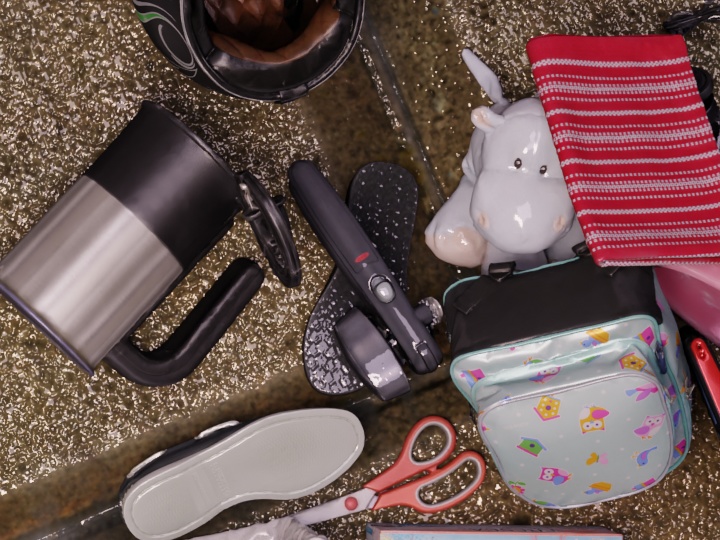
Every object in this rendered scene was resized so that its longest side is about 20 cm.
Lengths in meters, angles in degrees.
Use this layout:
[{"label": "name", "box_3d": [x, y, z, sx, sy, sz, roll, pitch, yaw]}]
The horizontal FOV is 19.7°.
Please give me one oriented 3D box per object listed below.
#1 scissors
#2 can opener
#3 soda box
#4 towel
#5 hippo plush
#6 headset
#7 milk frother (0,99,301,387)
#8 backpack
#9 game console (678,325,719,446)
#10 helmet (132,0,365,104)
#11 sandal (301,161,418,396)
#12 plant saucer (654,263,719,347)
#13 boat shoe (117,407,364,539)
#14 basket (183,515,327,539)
[{"label": "scissors", "box_3d": [0.007, 0.189, 1.658, 0.199, 0.014, 0.073, -31, 90, -10]}, {"label": "can opener", "box_3d": [0.000, 0.000, 1.607, 0.078, 0.063, 0.201, -26, 82, -17]}, {"label": "soda box", "box_3d": [0.105, 0.234, 1.639, 0.199, 0.068, 0.064, 3, 88, -9]}, {"label": "towel", "box_3d": [0.211, -0.094, 1.555, 0.144, 0.023, 0.201, -2, 60, -23]}, {"label": "hippo plush", "box_3d": [0.148, -0.075, 1.629, 0.158, 0.161, 0.201, 14, 83, -6]}, {"label": "headset", "box_3d": [0.274, -0.125, 1.674, 0.094, 0.124, 0.201, -12, 61, 16]}, {"label": "milk frother", "box_3d": [-0.156, -0.007, 1.561, 0.180, 0.200, 0.188, 43, 81, -6]}, {"label": "backpack", "box_3d": [0.169, 0.095, 1.590, 0.175, 0.200, 0.154, -16, 51, 12]}, {"label": "game console", "box_3d": [0.289, 0.129, 1.613, 0.031, 0.200, 0.177, -27, 88, 6]}, {"label": "helmet", "box_3d": [-0.091, -0.237, 1.597, 0.199, 0.191, 0.201, -9, 121, -16]}, {"label": "sandal", "box_3d": [0.004, 0.012, 1.664, 0.075, 0.048, 0.201, 18, 70, -5]}, {"label": "plant saucer", "box_3d": [0.314, 0.031, 1.623, 0.200, 0.201, 0.051, 35, 83, -4]}, {"label": "boat shoe", "box_3d": [-0.096, 0.150, 1.624, 0.199, 0.060, 0.076, -16, 107, -11]}, {"label": "basket", "box_3d": [-0.113, 0.288, 1.538, 0.197, 0.200, 0.162, -13, 90, -9]}]
